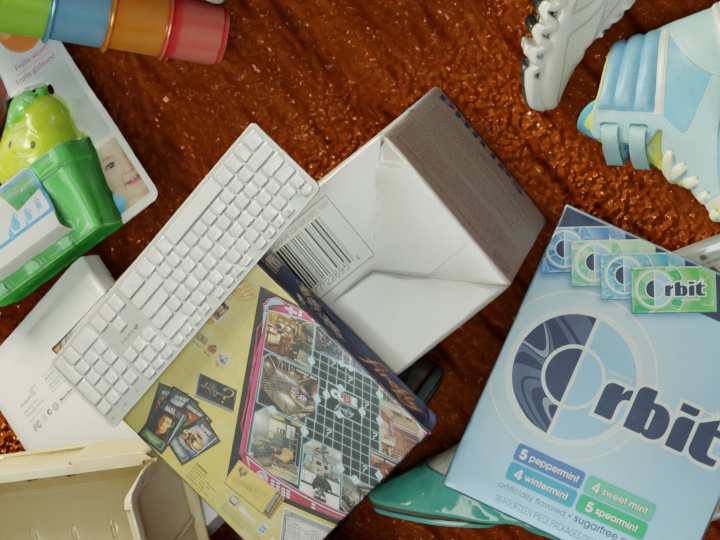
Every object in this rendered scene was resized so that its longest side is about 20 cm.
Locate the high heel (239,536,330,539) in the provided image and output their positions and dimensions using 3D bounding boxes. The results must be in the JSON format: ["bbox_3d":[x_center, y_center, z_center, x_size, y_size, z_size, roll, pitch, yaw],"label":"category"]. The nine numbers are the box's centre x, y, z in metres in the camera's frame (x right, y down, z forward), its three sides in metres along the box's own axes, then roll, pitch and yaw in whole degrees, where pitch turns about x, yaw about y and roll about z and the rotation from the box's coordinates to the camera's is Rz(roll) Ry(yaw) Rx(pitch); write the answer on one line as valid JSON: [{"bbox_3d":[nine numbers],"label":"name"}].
[{"bbox_3d":[-0.013,0.216,1.622,0.067,0.200,0.096,-38,54,23],"label":"high heel"}]

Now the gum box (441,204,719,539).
[{"bbox_3d":[0.170,0.084,1.541,0.169,0.045,0.201,25,86,6],"label":"gum box"}]

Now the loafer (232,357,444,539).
[{"bbox_3d":[-0.019,0.132,1.630,0.063,0.072,0.200,37,109,6],"label":"loafer"}]

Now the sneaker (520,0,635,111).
[{"bbox_3d":[0.158,-0.191,1.520,0.081,0.075,0.201,19,107,-4],"label":"sneaker"}]

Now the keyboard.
[{"bbox_3d":[-0.105,0.004,1.401,0.056,0.011,0.200,42,107,1],"label":"keyboard"}]

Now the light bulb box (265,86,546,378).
[{"bbox_3d":[0.000,0.000,1.524,0.198,0.200,0.125,-38,93,16],"label":"light bulb box"}]

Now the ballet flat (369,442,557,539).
[{"bbox_3d":[0.105,0.144,1.606,0.199,0.067,0.071,9,102,15],"label":"ballet flat"}]

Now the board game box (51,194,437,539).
[{"bbox_3d":[-0.070,0.069,1.431,0.200,0.035,0.135,45,107,0],"label":"board game box"}]

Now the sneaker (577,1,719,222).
[{"bbox_3d":[0.212,-0.066,1.527,0.130,0.080,0.201,-13,83,14],"label":"sneaker"}]

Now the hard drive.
[{"bbox_3d":[-0.169,0.109,1.607,0.132,0.027,0.200,-45,70,28],"label":"hard drive"}]

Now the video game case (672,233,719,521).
[{"bbox_3d":[0.240,0.073,1.592,0.199,0.022,0.183,-21,99,14],"label":"video game case"}]

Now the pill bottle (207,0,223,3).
[{"bbox_3d":[-0.048,-0.267,1.512,0.112,0.112,0.200,45,106,-3],"label":"pill bottle"}]

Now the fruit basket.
[{"bbox_3d":[-0.260,-0.082,1.607,0.185,0.094,0.201,-34,93,16],"label":"fruit basket"}]

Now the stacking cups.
[{"bbox_3d":[-0.186,-0.169,1.560,0.199,0.061,0.061,12,106,-13],"label":"stacking cups"}]

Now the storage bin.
[{"bbox_3d":[-0.197,0.223,1.552,0.199,0.094,0.200,-9,102,23],"label":"storage bin"}]
